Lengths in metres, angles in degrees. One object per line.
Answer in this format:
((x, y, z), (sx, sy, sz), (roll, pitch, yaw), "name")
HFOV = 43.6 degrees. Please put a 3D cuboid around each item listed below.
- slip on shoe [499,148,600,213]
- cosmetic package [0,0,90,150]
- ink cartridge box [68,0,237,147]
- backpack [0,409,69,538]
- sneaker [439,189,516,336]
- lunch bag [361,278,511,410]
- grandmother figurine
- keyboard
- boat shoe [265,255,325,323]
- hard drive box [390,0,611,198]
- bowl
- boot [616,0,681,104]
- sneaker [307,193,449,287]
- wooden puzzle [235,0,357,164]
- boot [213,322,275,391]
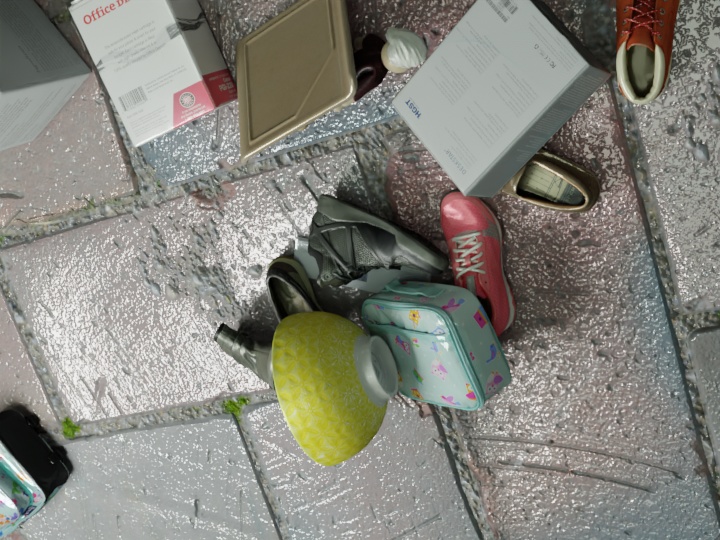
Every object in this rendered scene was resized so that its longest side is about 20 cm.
((0.191, -0.118, 1.092), (0.199, 0.061, 0.077), (25, 116, 12), "slip on shoe")
((-0.515, -0.267, 1.218), (0.167, 0.200, 0.167), (-37, 94, 26), "cosmetic package")
((-0.270, -0.288, 1.187), (0.145, 0.085, 0.201), (-19, 104, 25), "ink cartridge box")
((-0.617, 0.358, 1.521), (0.200, 0.151, 0.178), (-38, 95, 32), "backpack")
((0.149, -0.004, 1.136), (0.073, 0.087, 0.202), (-14, 104, 23), "sneaker")
((0.088, 0.090, 1.150), (0.199, 0.077, 0.161), (2, 123, 56), "lunch bag")
((-0.003, -0.241, 1.095), (0.199, 0.122, 0.060), (-16, 147, 39), "grandmother figurine")
((0.000, 0.000, 1.237), (0.198, 0.011, 0.057), (13, 118, 16), "keyboard")
((-0.079, 0.079, 1.259), (0.073, 0.065, 0.201), (-26, 103, 25), "boat shoe")
((0.156, -0.208, 1.035), (0.200, 0.077, 0.156), (-46, 68, 26), "hard drive box")
((-0.016, 0.137, 1.140), (0.107, 0.200, 0.202), (-19, 102, 21), "bowl")
((0.309, -0.277, 0.968), (0.074, 0.107, 0.202), (2, 108, 21), "boot")
((0.015, -0.014, 1.166), (0.198, 0.076, 0.115), (23, 96, 20), "sneaker")
((-0.080, -0.245, 1.101), (0.199, 0.037, 0.187), (-27, 56, 34), "wooden puzzle")
((-0.148, 0.114, 1.242), (0.130, 0.200, 0.068), (28, 75, 4), "boot")
